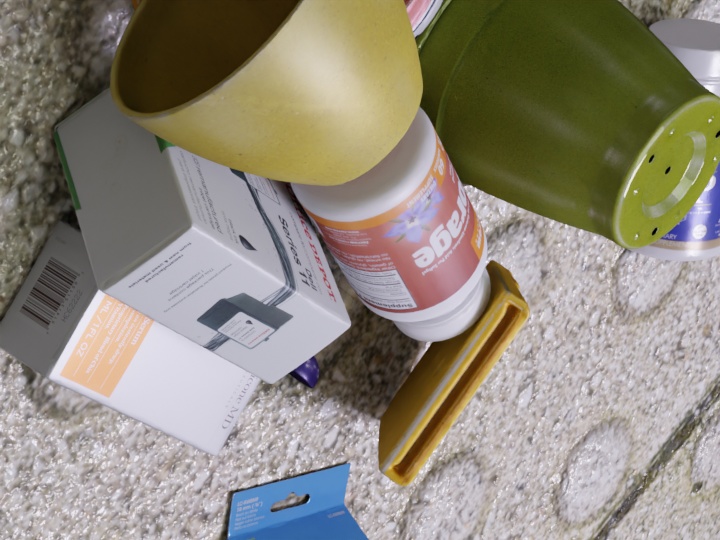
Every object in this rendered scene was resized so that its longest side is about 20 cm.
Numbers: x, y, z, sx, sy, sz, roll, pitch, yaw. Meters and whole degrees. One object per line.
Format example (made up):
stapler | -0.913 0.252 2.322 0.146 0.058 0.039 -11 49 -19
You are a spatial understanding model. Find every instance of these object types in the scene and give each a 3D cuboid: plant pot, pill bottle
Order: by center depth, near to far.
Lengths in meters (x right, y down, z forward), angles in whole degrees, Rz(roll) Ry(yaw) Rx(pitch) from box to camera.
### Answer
plant pot | -0.042 -0.136 1.229 0.142 0.200 0.200 42 78 -31
plant pot | 0.163 -0.117 1.426 0.200 0.193 0.201 -34 144 -29
pill bottle | 0.031 -0.034 1.426 0.112 0.112 0.200 -50 143 -15
pill bottle | 0.294 -0.121 1.737 0.119 0.120 0.201 -20 124 -40

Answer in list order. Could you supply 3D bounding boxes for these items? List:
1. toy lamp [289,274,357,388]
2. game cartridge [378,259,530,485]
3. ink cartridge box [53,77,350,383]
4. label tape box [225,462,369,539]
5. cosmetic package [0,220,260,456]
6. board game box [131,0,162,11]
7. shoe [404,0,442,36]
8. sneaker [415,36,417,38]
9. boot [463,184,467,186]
toy lamp | 0.000 0.000 1.536 0.200 0.058 0.058 -51 140 -10
game cartridge | 0.075 0.080 1.569 0.177 0.032 0.200 -55 -178 7
ink cartridge box | -0.107 -0.026 1.318 0.083 0.147 0.200 -34 145 16
label tape box | -0.055 0.279 1.627 0.144 0.063 0.201 -10 118 -45
cosmetic package | -0.159 0.053 1.377 0.200 0.071 0.102 32 86 -52
board game box | -0.121 -0.220 1.300 0.095 0.030 0.200 -40 134 -25
shoe | -0.016 -0.172 1.349 0.200 0.072 0.091 -43 173 9
sneaker | 0.036 -0.223 1.425 0.074 0.082 0.201 -35 134 -31
boot | 0.138 -0.170 1.598 0.200 0.072 0.167 -28 142 -37
